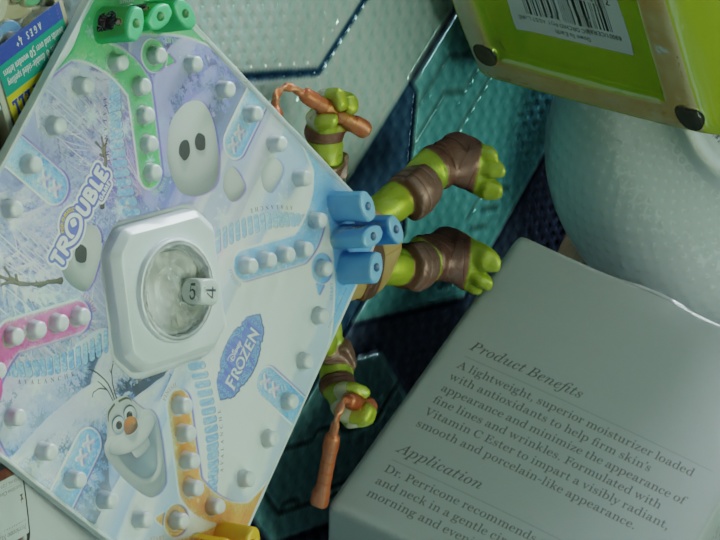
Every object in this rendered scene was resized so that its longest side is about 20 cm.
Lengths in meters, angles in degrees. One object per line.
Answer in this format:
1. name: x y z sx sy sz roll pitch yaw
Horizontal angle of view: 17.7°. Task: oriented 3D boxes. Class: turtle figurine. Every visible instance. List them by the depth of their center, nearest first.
1. turtle figurine: 0.000 0.000 1.095 0.161 0.064 0.200 -20 109 -46

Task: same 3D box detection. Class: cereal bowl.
1. cereal bowl: 0.205 -0.068 1.254 0.200 0.200 0.083 -61 -178 -24

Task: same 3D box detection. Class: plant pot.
1. plant pot: 0.143 -0.187 1.139 0.182 0.200 0.199 -51 139 -26

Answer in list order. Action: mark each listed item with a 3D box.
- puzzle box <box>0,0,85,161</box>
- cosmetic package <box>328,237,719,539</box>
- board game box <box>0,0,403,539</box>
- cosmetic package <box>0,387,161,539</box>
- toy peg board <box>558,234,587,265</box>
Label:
1. puzzle box: -0.176 -0.036 0.859 0.200 0.025 0.133 -45 135 -40
2. cosmetic package: 0.101 0.127 1.165 0.200 0.165 0.165 -51 157 -34
3. board game box: -0.075 0.008 0.939 0.200 0.026 0.200 46 59 -40
4. cosmetic package: -0.149 0.100 0.921 0.200 0.051 0.083 -27 123 -50
5. toy peg board: 0.206 0.018 1.369 0.200 0.098 0.199 -62 143 -22
